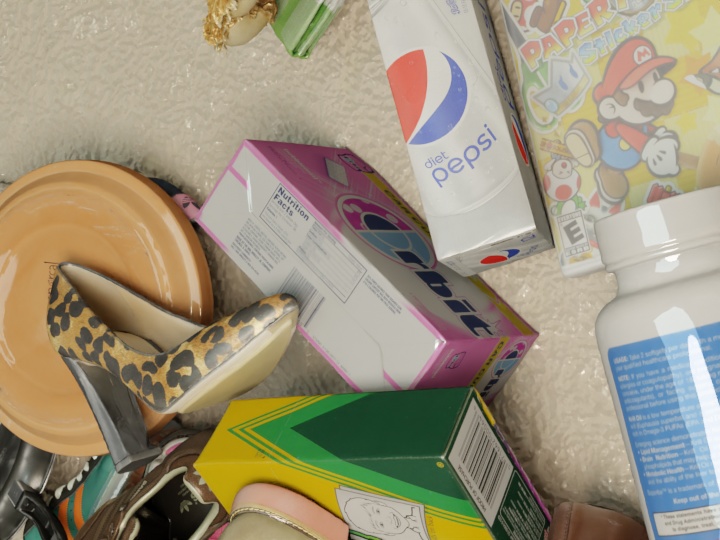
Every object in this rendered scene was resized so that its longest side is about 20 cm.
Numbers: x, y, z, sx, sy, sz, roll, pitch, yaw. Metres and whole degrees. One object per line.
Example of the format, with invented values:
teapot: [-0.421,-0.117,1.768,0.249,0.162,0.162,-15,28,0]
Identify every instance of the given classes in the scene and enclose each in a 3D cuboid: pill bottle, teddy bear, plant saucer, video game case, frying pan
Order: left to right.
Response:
frying pan: [-0.245,0.165,1.277,0.115,0.031,0.190,-51,27,26]
plant saucer: [-0.192,0.025,1.218,0.199,0.032,0.201,0,89,25]
teddy bear: [-0.072,-0.235,1.122,0.066,0.145,0.201,10,92,1]
video game case: [0.185,-0.108,1.041,0.199,0.023,0.183,-17,81,34]
pill bottle: [0.191,0.060,0.978,0.112,0.112,0.201,-17,86,33]

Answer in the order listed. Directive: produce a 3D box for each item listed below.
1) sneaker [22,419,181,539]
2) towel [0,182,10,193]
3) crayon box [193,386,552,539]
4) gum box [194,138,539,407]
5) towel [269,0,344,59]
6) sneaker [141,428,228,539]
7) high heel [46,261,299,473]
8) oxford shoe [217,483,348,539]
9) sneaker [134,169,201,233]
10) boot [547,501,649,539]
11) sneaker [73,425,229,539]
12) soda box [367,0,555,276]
sneaker: [-0.195,0.172,1.275,0.080,0.071,0.201,37,111,25]
towel: [-0.324,0.020,1.384,0.132,0.034,0.201,17,100,32]
crayon box: [0.025,0.159,1.062,0.172,0.058,0.200,-7,130,33]
gum box: [0.000,0.000,1.113,0.200,0.113,0.066,46,114,25]
towel: [-0.010,-0.250,1.151,0.200,0.031,0.149,-55,39,24]
sneaker: [-0.118,0.195,1.219,0.073,0.087,0.201,2,106,-5]
high heel: [-0.123,0.022,1.110,0.200,0.071,0.143,-38,71,38]
oxford shoe: [0.002,0.202,1.017,0.199,0.074,0.071,31,141,-4]
sneaker: [-0.157,0.036,1.247,0.082,0.070,0.201,19,102,37]
boot: [0.163,0.242,1.027,0.064,0.186,0.201,-16,52,46]
sneaker: [-0.143,0.170,1.124,0.070,0.076,0.200,45,114,7]
soda box: [0.057,-0.102,1.086,0.063,0.068,0.201,-17,77,13]
